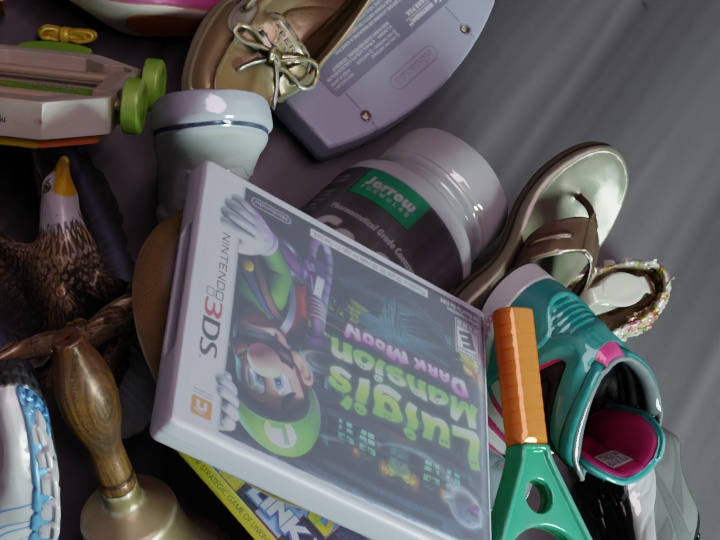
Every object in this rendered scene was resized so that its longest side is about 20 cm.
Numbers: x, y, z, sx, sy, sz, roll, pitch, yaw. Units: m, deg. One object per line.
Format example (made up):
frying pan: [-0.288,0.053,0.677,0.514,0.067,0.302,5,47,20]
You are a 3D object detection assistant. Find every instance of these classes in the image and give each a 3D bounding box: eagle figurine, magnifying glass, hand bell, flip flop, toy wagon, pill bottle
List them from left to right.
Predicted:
toy wagon: [-0.198,-0.115,0.972,0.155,0.200,0.040,7,107,1]
eagle figurine: [-0.188,-0.007,0.951,0.152,0.200,0.151,27,93,-47]
hand bell: [-0.133,0.109,0.868,0.104,0.200,0.104,-5,41,5]
pill bottle: [0.000,0.000,1.032,0.113,0.113,0.200,47,59,-2]
magnifying glass: [0.097,0.119,0.896,0.079,0.022,0.200,5,70,-33]
flip flop: [0.118,0.001,1.033,0.200,0.058,0.081,-48,127,-22]

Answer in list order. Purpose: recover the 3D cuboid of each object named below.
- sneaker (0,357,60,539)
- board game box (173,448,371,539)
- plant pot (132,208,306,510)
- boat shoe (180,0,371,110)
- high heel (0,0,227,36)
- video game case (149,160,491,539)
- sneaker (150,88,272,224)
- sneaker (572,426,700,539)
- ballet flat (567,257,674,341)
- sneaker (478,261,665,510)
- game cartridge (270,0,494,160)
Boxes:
sneaker: [-0.205,0.131,0.855,0.086,0.200,0.075,-3,39,-15]
board game box: [-0.034,0.146,0.928,0.057,0.165,0.200,-41,91,-9]
plant pot: [-0.033,0.038,0.877,0.200,0.027,0.200,26,42,-27]
boat shoe: [-0.045,-0.165,1.052,0.073,0.063,0.200,53,55,-31]
high heel: [-0.175,-0.211,1.059,0.200,0.067,0.096,4,79,-8]
video game case: [-0.012,0.051,0.845,0.200,0.023,0.182,29,41,-25]
sneaker: [-0.089,-0.057,0.968,0.073,0.200,0.071,-3,79,-6]
sneaker: [0.198,0.193,1.073,0.079,0.074,0.200,9,67,-27]
ballet flat: [0.136,0.030,1.111,0.200,0.064,0.076,-21,79,-29]
sneaker: [0.127,0.101,0.988,0.084,0.200,0.121,-30,51,-30]
game cartridge: [0.002,-0.171,1.144,0.133,0.040,0.200,46,60,2]
